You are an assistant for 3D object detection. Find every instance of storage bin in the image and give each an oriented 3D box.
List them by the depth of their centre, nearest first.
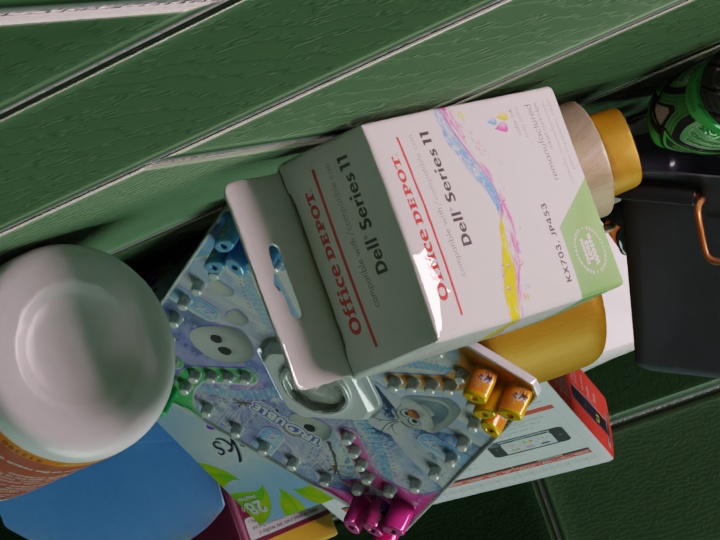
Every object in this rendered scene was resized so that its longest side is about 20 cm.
[{"bbox_3d":[0.247,-0.002,1.564,0.200,0.135,0.146,5,-164,27],"label":"storage bin"}]

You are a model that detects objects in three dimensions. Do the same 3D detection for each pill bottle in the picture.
[{"bbox_3d":[-0.186,0.061,1.375,0.112,0.112,0.200,-17,175,-31],"label":"pill bottle"}]

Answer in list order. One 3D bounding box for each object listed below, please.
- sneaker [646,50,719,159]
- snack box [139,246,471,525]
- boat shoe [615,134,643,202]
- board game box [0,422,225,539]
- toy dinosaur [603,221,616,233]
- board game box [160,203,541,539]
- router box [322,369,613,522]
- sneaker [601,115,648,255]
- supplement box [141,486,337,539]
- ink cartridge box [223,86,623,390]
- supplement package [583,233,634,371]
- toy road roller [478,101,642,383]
[{"bbox_3d":[0.246,-0.107,1.553,0.200,0.078,0.085,-3,172,-44],"label":"sneaker"},{"bbox_3d":[-0.041,0.055,1.555,0.200,0.169,0.068,-22,-152,46],"label":"snack box"},{"bbox_3d":[0.122,-0.059,1.726,0.067,0.057,0.200,1,159,-38],"label":"boat shoe"},{"bbox_3d":[-0.174,0.103,1.720,0.158,0.200,0.039,-5,-145,13],"label":"board game box"},{"bbox_3d":[0.076,0.018,1.732,0.200,0.047,0.088,-21,-152,14],"label":"toy dinosaur"},{"bbox_3d":[-0.026,0.067,1.478,0.200,0.200,0.026,-52,-170,52],"label":"board game box"},{"bbox_3d":[0.048,0.099,1.727,0.200,0.049,0.180,-15,153,15],"label":"router box"},{"bbox_3d":[0.217,-0.067,1.716,0.070,0.090,0.200,-17,175,-29],"label":"sneaker"},{"bbox_3d":[-0.115,0.117,1.810,0.103,0.200,0.131,-21,176,27],"label":"supplement box"},{"bbox_3d":[0.035,-0.018,1.316,0.067,0.117,0.200,-24,175,42],"label":"ink cartridge box"},{"bbox_3d":[0.088,0.023,1.908,0.191,0.147,0.200,-18,175,-15],"label":"supplement package"},{"bbox_3d":[0.096,-0.007,1.545,0.123,0.146,0.200,-19,176,-13],"label":"toy road roller"}]
